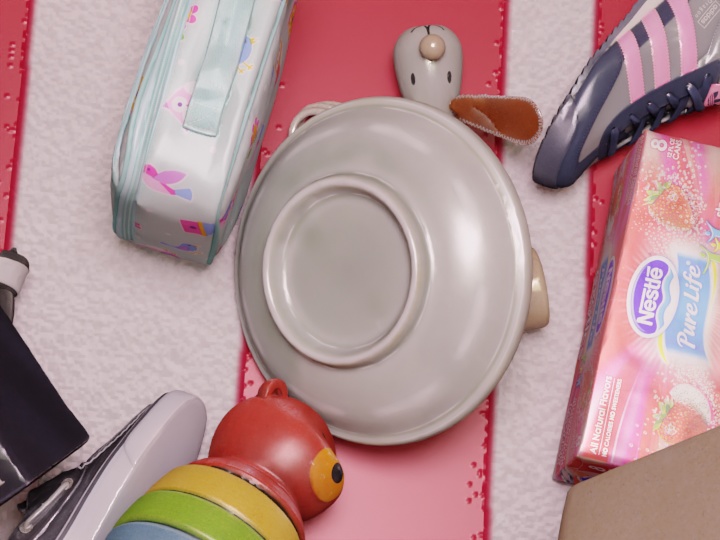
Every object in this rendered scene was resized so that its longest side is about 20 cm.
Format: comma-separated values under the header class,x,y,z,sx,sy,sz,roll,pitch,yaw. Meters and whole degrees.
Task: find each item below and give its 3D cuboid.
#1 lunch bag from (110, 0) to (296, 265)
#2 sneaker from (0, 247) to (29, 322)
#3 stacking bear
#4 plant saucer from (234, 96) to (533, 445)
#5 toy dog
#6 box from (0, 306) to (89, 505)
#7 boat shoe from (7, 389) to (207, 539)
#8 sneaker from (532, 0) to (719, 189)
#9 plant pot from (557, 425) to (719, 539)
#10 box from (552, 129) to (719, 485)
class,x,y,z,sx,sy,sz,roll,pitch,yaw
lunch bag,-0.087,-0.114,1.214,0.077,0.160,0.201,15,76,-1
sneaker,-0.294,0.027,1.212,0.199,0.066,0.091,4,74,-6
stacking bear,-0.077,0.152,1.165,0.113,0.122,0.200,1,43,37
plant saucer,0.000,0.000,1.194,0.199,0.050,0.201,-1,89,32
toy dog,0.051,-0.052,1.243,0.131,0.096,0.201,-28,80,-11
box,-0.289,0.072,1.126,0.200,0.123,0.199,-34,92,11
boat shoe,-0.163,0.144,1.196,0.068,0.072,0.200,24,68,25
sneaker,0.186,-0.116,1.279,0.082,0.070,0.200,37,77,13
plant pot,0.208,0.187,1.092,0.199,0.200,0.178,-26,56,25
box,0.185,0.032,1.233,0.102,0.095,0.201,14,76,0
